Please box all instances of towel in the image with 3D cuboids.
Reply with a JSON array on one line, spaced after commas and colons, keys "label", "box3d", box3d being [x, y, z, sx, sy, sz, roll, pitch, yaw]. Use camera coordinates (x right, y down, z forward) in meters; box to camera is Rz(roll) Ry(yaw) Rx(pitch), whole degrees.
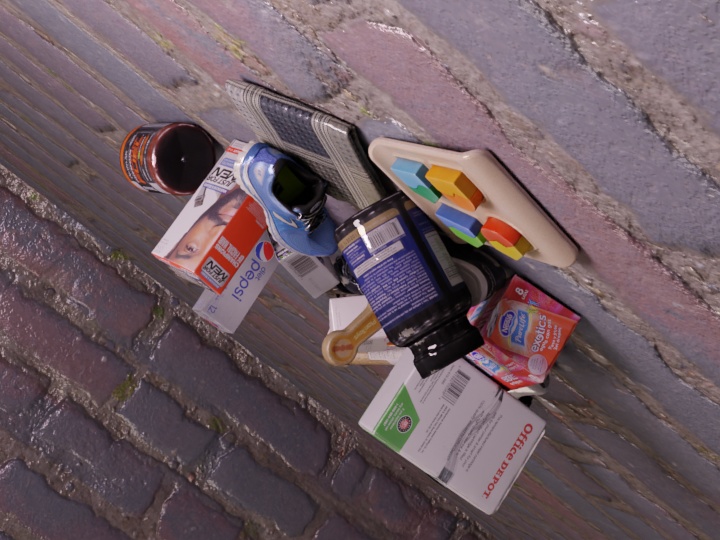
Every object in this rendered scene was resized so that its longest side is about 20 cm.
[{"label": "towel", "box3d": [-0.053, -0.147, 1.411, 0.191, 0.035, 0.200, 24, 161, 29]}]

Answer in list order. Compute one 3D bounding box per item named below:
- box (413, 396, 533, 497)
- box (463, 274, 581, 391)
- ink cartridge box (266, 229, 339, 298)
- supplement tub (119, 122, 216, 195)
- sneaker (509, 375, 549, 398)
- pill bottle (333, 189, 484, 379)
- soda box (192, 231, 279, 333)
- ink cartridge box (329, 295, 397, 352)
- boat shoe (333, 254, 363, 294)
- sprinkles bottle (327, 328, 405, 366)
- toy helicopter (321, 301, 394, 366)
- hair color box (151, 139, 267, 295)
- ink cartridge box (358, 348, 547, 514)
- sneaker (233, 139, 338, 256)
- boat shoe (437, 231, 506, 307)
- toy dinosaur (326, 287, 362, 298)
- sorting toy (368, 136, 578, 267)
[{"label": "box", "box3d": [0.160, 0.236, 1.859, 0.086, 0.201, 0.164, 20, 161, 51]}, {"label": "box", "box3d": [0.187, 0.083, 1.472, 0.099, 0.096, 0.200, 33, 168, -1]}, {"label": "ink cartridge box", "box3d": [-0.101, -0.066, 1.703, 0.109, 0.050, 0.201, 49, -166, -48]}, {"label": "supplement tub", "box3d": [-0.299, -0.169, 1.757, 0.107, 0.108, 0.199, 40, 166, -26]}, {"label": "sneaker", "box3d": [0.201, 0.175, 1.713, 0.074, 0.088, 0.199, -4, 179, -39]}, {"label": "pill bottle", "box3d": [0.060, 0.017, 1.353, 0.202, 0.111, 0.112, 62, 168, 5]}, {"label": "soda box", "box3d": [-0.182, -0.001, 1.859, 0.068, 0.201, 0.063, 36, 167, -19]}, {"label": "ink cartridge box", "box3d": [0.054, 0.074, 1.715, 0.197, 0.068, 0.117, -5, 167, -4]}, {"label": "boat shoe", "box3d": [0.000, 0.000, 1.694, 0.075, 0.062, 0.200, 54, 166, -3]}, {"label": "sprinkles bottle", "box3d": [0.047, 0.116, 1.835, 0.197, 0.069, 0.068, -2, 151, 24]}, {"label": "toy helicopter", "box3d": [0.032, 0.063, 1.552, 0.133, 0.200, 0.079, 57, 159, -19]}, {"label": "hair color box", "box3d": [-0.182, -0.075, 1.589, 0.110, 0.201, 0.064, 19, 161, 46]}, {"label": "ink cartridge box", "box3d": [0.121, 0.200, 1.516, 0.199, 0.147, 0.083, 37, 172, -12]}, {"label": "sneaker", "box3d": [-0.078, -0.078, 1.460, 0.089, 0.079, 0.200, 22, 161, 42]}, {"label": "boat shoe", "box3d": [0.091, -0.015, 1.438, 0.199, 0.060, 0.075, 23, 121, 40]}, {"label": "toy dinosaur", "box3d": [0.010, 0.054, 1.914, 0.200, 0.077, 0.102, 38, 179, -39]}, {"label": "sorting toy", "box3d": [0.114, -0.069, 1.244, 0.185, 0.037, 0.199, 42, 165, -30]}]
